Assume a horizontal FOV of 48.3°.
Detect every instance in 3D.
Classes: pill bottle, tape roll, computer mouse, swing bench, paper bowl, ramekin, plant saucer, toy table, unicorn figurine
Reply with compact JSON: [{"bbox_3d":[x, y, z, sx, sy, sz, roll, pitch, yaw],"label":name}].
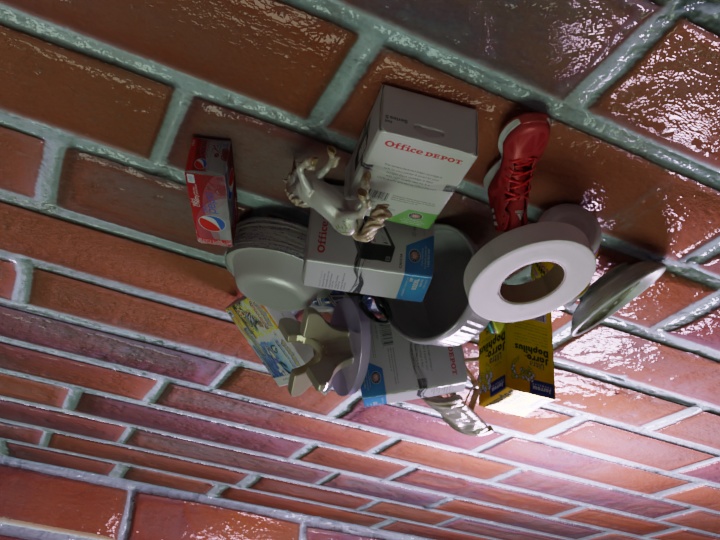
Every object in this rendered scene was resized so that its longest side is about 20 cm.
[{"bbox_3d":[0.336,-0.014,1.332,0.102,0.106,0.201,0,149,9],"label":"pill bottle"},{"bbox_3d":[0.252,0.006,1.203,0.198,0.038,0.204,-9,144,-6],"label":"tape roll"},{"bbox_3d":[0.000,0.000,1.359,0.058,0.203,0.034,-24,177,0],"label":"computer mouse"},{"bbox_3d":[0.184,0.219,1.658,0.127,0.204,0.199,-10,147,25],"label":"swing bench"},{"bbox_3d":[-0.140,-0.001,1.404,0.196,0.106,0.202,12,155,5],"label":"paper bowl"},{"bbox_3d":[0.141,0.034,1.361,0.198,0.204,0.104,-19,151,36],"label":"ramekin"},{"bbox_3d":[0.438,0.037,1.405,0.198,0.051,0.201,-31,161,-12],"label":"plant saucer"},{"bbox_3d":[-0.062,0.144,1.433,0.115,0.184,0.204,-6,115,-28],"label":"toy table"},{"bbox_3d":[-0.050,-0.113,1.142,0.073,0.201,0.138,-29,163,-32],"label":"unicorn figurine"}]

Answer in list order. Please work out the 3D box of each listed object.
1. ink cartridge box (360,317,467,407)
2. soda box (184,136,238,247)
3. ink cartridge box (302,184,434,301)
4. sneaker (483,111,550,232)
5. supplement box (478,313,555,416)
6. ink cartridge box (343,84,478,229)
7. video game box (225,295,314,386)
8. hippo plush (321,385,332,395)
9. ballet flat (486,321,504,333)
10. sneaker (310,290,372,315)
[{"bbox_3d":[0.091,0.163,1.506,0.196,0.148,0.084,-9,158,0],"label":"ink cartridge box"},{"bbox_3d":[-0.233,-0.121,1.276,0.062,0.071,0.201,6,149,-2],"label":"soda box"},{"bbox_3d":[0.013,-0.045,1.275,0.196,0.148,0.084,8,151,-5],"label":"ink cartridge box"},{"bbox_3d":[0.231,-0.125,1.139,0.077,0.118,0.201,-4,154,-5],"label":"sneaker"},{"bbox_3d":[0.296,0.158,1.536,0.108,0.204,0.109,15,149,-17],"label":"supplement box"},{"bbox_3d":[0.068,-0.156,1.153,0.143,0.086,0.201,12,150,-12],"label":"ink cartridge box"},{"bbox_3d":[-0.168,0.131,1.581,0.202,0.047,0.181,55,148,-6],"label":"video game box"},{"bbox_3d":[0.010,0.201,1.683,0.200,0.159,0.161,-43,157,-3],"label":"hippo plush"},{"bbox_3d":[0.235,0.060,1.444,0.066,0.068,0.200,-26,-171,0],"label":"ballet flat"},{"bbox_3d":[-0.067,0.038,1.539,0.196,0.076,0.078,16,123,-13],"label":"sneaker"}]
